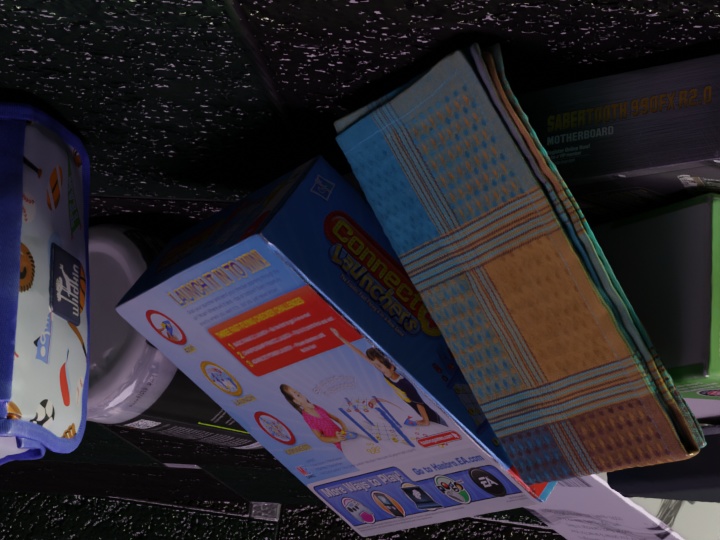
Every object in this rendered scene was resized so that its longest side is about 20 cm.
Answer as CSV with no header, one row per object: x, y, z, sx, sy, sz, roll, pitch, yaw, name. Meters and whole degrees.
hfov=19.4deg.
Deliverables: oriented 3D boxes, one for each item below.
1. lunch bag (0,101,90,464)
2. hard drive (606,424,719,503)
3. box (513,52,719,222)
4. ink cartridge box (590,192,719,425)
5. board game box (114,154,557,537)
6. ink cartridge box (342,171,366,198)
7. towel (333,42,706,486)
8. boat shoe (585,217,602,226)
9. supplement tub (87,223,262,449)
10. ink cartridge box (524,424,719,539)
-0.202,0.014,1.081,0.124,0.170,0.200,5,168,-22,lunch bag
0.229,0.093,1.016,0.139,0.033,0.200,6,169,-24,hard drive
0.187,-0.048,0.959,0.200,0.048,0.158,13,165,-43,box
0.202,0.028,0.993,0.200,0.084,0.145,8,168,-26,ink cartridge box
-0.009,0.048,1.098,0.196,0.056,0.200,44,153,-12,board game box
0.000,0.000,1.205,0.116,0.068,0.200,12,166,-27,ink cartridge box
0.067,0.002,0.948,0.022,0.200,0.147,-31,-175,-27,towel
0.137,-0.004,1.170,0.091,0.071,0.200,17,160,-28,boat shoe
-0.102,0.047,1.339,0.122,0.123,0.200,-6,165,40,supplement tub
0.141,0.102,1.206,0.200,0.083,0.145,37,163,-20,ink cartridge box
